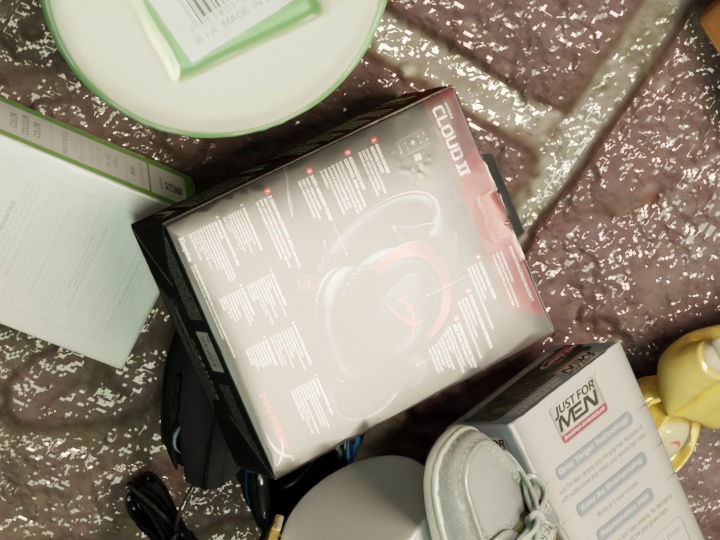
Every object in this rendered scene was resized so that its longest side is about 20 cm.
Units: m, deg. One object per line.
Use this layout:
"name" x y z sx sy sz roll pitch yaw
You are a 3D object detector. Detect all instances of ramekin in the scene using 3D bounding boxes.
"ramekin" -0.077 -0.167 1.127 0.199 0.098 0.201 -3 117 -7

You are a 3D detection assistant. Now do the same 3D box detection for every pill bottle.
"pill bottle" 0.037 0.210 1.254 0.113 0.114 0.201 -25 121 5

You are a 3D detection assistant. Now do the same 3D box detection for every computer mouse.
"computer mouse" -0.080 0.095 1.238 0.046 0.140 0.201 7 118 -38

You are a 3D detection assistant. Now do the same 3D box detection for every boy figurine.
"boy figurine" 0.223 0.061 1.292 0.199 0.065 0.124 -33 155 20

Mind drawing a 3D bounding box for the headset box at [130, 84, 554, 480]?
"headset box" 0.000 0.000 1.183 0.199 0.075 0.149 -27 100 -18

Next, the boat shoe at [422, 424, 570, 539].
"boat shoe" 0.099 0.169 1.189 0.065 0.074 0.203 -12 112 40

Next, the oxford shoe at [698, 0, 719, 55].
"oxford shoe" 0.255 -0.081 1.247 0.071 0.071 0.201 -23 113 23

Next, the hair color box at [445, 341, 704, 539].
"hair color box" 0.138 0.153 1.272 0.099 0.060 0.201 -33 106 -35

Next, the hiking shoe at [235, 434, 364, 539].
"hiking shoe" -0.010 0.068 1.266 0.074 0.087 0.201 17 113 -16

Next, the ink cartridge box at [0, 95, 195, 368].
"ink cartridge box" -0.199 -0.034 1.200 0.199 0.059 0.104 22 111 -19
